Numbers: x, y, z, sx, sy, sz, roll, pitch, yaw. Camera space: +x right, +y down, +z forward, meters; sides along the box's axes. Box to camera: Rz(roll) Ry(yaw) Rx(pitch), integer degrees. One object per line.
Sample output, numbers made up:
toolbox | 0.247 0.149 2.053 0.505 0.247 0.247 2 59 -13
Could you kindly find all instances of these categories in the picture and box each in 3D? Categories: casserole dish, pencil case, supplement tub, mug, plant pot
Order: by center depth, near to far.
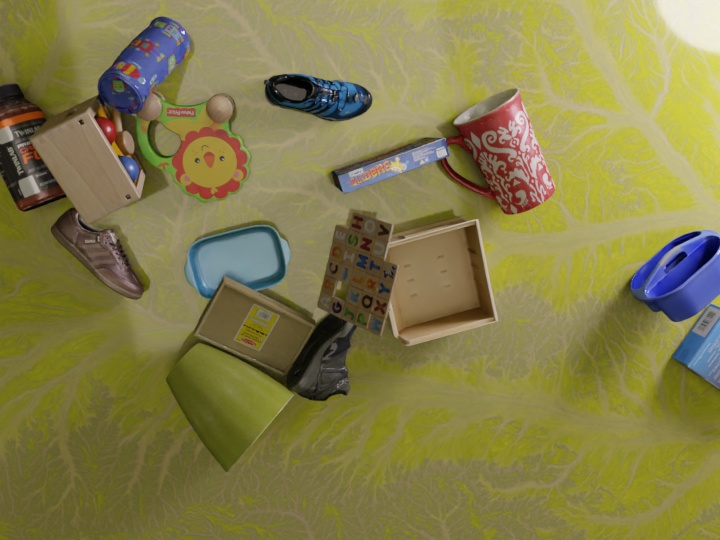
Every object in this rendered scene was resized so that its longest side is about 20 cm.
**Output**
pencil case | -0.356 -0.338 1.092 0.077 0.201 0.087 16 140 4
supplement tub | -0.575 -0.210 1.123 0.106 0.107 0.202 -22 103 -3
plant pot | -0.258 0.236 1.229 0.200 0.187 0.187 41 94 2
casserole dish | -0.231 -0.018 1.240 0.198 0.039 0.122 -14 103 -4
mug | 0.262 -0.215 1.242 0.133 0.177 0.201 -44 111 -35

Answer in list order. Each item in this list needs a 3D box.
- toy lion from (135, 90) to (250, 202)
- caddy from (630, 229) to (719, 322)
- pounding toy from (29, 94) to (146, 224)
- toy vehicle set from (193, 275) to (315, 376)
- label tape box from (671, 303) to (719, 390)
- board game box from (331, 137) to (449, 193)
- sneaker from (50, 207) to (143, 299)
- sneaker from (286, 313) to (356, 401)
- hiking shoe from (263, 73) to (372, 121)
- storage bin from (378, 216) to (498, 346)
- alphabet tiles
toy lion | -0.299 -0.221 1.186 0.198 0.069 0.194 1 108 -7
caddy | 0.635 0.004 1.306 0.200 0.141 0.105 -42 108 1
pounding toy | -0.440 -0.218 1.115 0.141 0.200 0.185 -26 117 -2
toy vehicle set | -0.200 0.109 1.251 0.199 0.027 0.125 28 105 -19
label tape box | 0.790 0.185 1.400 0.199 0.066 0.144 32 96 -15
board game box | 0.050 -0.193 1.194 0.198 0.135 0.035 -20 103 -4
sneaker | -0.461 -0.033 1.191 0.200 0.070 0.076 43 92 -13
sneaker | -0.049 0.169 1.286 0.114 0.076 0.200 40 76 -35
hiking shoe | -0.074 -0.309 1.179 0.198 0.087 0.075 2 101 -8
storage bin | 0.140 0.018 1.267 0.197 0.094 0.202 -15 103 -5
alphabet tiles | 0.000 0.000 1.227 0.008 0.166 0.202 2 104 -50
